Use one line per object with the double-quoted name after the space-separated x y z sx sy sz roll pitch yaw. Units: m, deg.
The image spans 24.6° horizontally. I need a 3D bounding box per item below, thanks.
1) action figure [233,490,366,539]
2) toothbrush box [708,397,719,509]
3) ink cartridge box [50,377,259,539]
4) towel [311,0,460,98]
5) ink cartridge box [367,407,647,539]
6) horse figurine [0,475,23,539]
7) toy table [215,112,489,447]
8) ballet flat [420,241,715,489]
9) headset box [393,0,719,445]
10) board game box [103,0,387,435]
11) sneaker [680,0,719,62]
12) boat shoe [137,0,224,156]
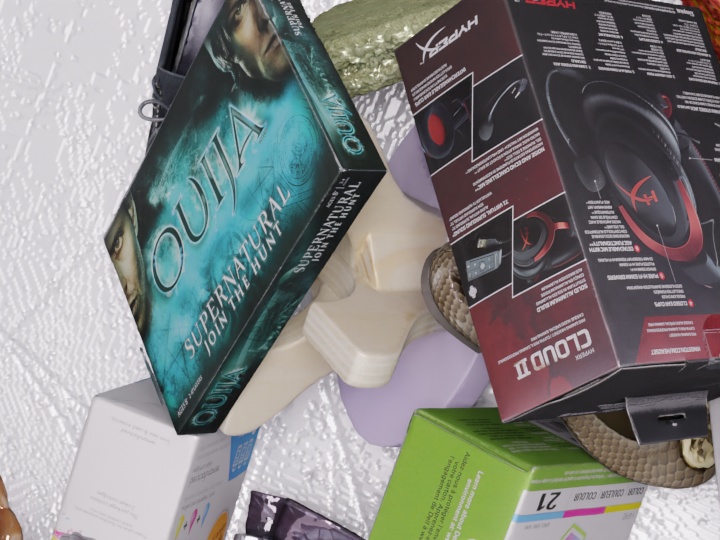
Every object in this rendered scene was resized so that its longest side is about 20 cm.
-0.070 0.222 0.907 0.069 0.130 0.201 28 82 -5 "action figure"
0.256 0.127 0.768 0.085 0.146 0.200 -40 97 19 "toothbrush box"
-0.127 0.166 0.930 0.068 0.115 0.201 20 98 14 "ink cartridge box"
0.052 -0.133 0.852 0.199 0.148 0.037 -16 106 17 "towel"
0.060 0.176 0.850 0.076 0.148 0.201 24 99 32 "ink cartridge box"
-0.231 0.156 0.958 0.200 0.050 0.133 -38 72 58 "horse figurine"
0.000 0.000 0.855 0.184 0.117 0.201 30 112 51 "toy table"
0.113 0.044 0.797 0.200 0.068 0.046 37 144 -24 "ballet flat"
0.114 -0.021 0.742 0.075 0.148 0.201 -31 69 43 "headset box"
-0.065 -0.031 0.820 0.200 0.028 0.136 -56 47 38 "board game box"
0.242 -0.106 0.841 0.200 0.073 0.077 41 87 4 "sneaker"
-0.088 -0.096 0.936 0.074 0.062 0.201 15 98 14 "boat shoe"
